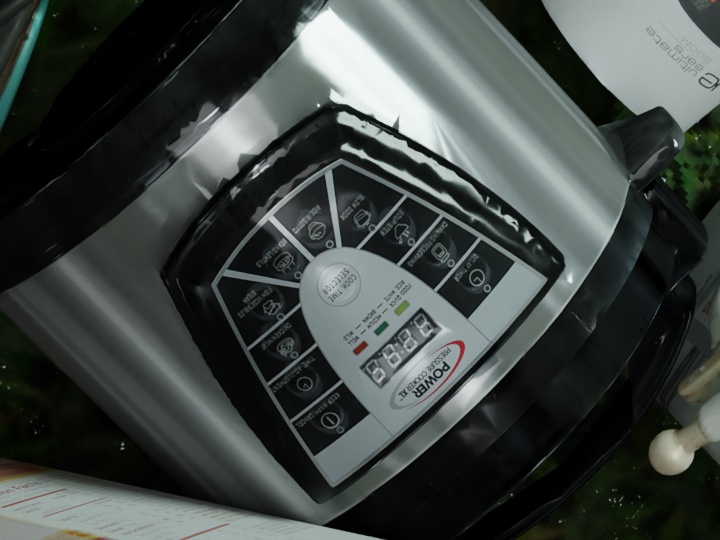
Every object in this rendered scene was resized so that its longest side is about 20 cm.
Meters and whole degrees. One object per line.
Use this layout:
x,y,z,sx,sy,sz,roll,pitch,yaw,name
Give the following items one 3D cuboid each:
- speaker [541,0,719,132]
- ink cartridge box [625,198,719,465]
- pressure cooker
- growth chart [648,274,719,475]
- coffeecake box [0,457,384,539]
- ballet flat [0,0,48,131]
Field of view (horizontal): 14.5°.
0.149,-0.132,0.892,0.200,0.081,0.081,-39,104,22,speaker
0.176,0.058,0.901,0.146,0.200,0.083,38,94,-13,ink cartridge box
0.000,-0.001,0.873,0.200,0.176,0.179,46,51,-14,pressure cooker
0.159,-0.030,0.847,0.144,0.200,0.018,-33,107,33,growth chart
-0.050,0.148,0.800,0.199,0.073,0.154,10,97,23,coffeecake box
-0.112,-0.106,0.870,0.068,0.068,0.200,27,116,-14,ballet flat
